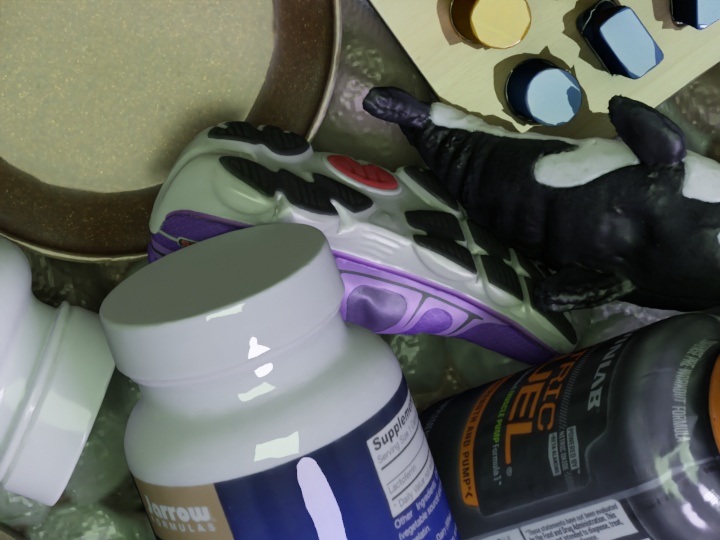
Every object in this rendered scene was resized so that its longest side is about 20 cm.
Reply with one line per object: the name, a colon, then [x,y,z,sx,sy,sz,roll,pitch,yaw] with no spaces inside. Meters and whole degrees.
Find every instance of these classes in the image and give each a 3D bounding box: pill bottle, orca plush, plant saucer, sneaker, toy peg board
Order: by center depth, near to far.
pill bottle: [-0.026,0.090,1.081,0.115,0.116,0.200,-20,107,-3]
orca plush: [0.085,-0.021,1.112,0.200,0.105,0.071,28,58,12]
pill bottle: [0.113,0.080,1.116,0.106,0.200,0.107,16,64,-36]
pill bottle: [-0.204,0.023,1.128,0.200,0.111,0.112,23,95,-8]
toy peg board: [0.094,-0.160,1.140,0.200,0.098,0.199,-36,99,0]
plant saucer: [-0.109,-0.104,1.158,0.200,0.037,0.201,-1,98,-6]
sneaker: [0.000,0.000,1.161,0.200,0.081,0.084,19,121,-23]

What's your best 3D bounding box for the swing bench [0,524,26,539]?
swing bench: [-0.199,0.208,1.131,0.130,0.200,0.199,25,98,-50]
